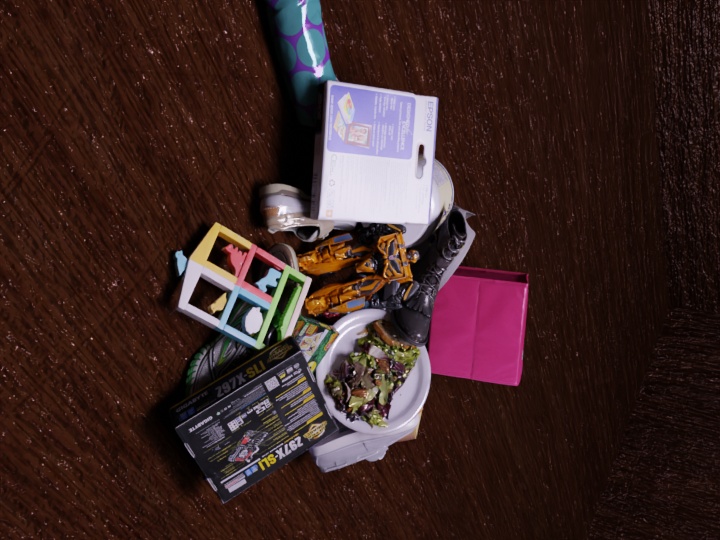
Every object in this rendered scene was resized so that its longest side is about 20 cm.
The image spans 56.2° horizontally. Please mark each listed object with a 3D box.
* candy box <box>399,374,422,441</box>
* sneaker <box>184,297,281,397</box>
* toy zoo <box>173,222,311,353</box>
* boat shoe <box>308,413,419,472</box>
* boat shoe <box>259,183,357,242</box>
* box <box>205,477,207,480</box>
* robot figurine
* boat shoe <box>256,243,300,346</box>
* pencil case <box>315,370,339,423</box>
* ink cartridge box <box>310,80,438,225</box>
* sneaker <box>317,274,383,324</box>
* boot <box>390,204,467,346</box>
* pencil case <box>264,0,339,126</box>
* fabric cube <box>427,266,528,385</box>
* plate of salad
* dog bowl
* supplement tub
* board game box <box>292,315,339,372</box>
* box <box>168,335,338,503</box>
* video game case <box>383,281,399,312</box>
[{"bbox_3d":[0.052,0.241,1.213,0.203,0.111,0.056,93,-13,-48],"label":"candy box"},{"bbox_3d":[-0.183,0.126,0.975,0.078,0.083,0.204,46,61,-46],"label":"sneaker"},{"bbox_3d":[-0.173,0.025,0.948,0.197,0.020,0.134,32,64,-23],"label":"toy zoo"},{"bbox_3d":[0.010,0.288,1.133,0.195,0.072,0.070,-21,109,0],"label":"boat shoe"},{"bbox_3d":[-0.080,-0.080,1.074,0.196,0.074,0.071,9,74,-43],"label":"boat shoe"},{"bbox_3d":[-0.146,0.264,1.059,0.197,0.032,0.124,-10,130,-50],"label":"box"},{"bbox_3d":[0.000,0.000,1.085,0.058,0.194,0.150,33,42,-76],"label":"robot figurine"},{"bbox_3d":[-0.121,0.052,1.069,0.076,0.070,0.206,-30,130,-60],"label":"boat shoe"},{"bbox_3d":[-0.047,0.224,1.189,0.083,0.083,0.207,-12,107,-26],"label":"pencil case"},{"bbox_3d":[0.022,-0.175,1.040,0.194,0.047,0.205,1,97,-29],"label":"ink cartridge box"},{"bbox_3d":[-0.016,0.053,1.211,0.199,0.077,0.099,25,65,-60],"label":"sneaker"},{"bbox_3d":[0.119,0.004,1.111,0.203,0.068,0.176,-83,-161,-48],"label":"boot"},{"bbox_3d":[-0.080,-0.329,1.019,0.091,0.085,0.205,-28,123,-20],"label":"pencil case"},{"bbox_3d":[0.251,0.107,1.421,0.196,0.193,0.207,-17,113,-74],"label":"fabric cube"},{"bbox_3d":[0.024,0.160,1.097,0.204,0.196,0.048,-64,-176,-20],"label":"plate of salad"},{"bbox_3d":[0.148,-0.040,1.317,0.058,0.200,0.203,32,65,-9],"label":"dog bowl"},{"bbox_3d":[0.082,-0.123,1.191,0.200,0.140,0.150,-39,130,-67],"label":"supplement tub"},{"bbox_3d":[-0.117,0.166,1.050,0.203,0.023,0.104,-56,152,6],"label":"board game box"},{"bbox_3d":[-0.145,0.209,0.946,0.197,0.049,0.163,-30,125,-11],"label":"box"},{"bbox_3d":[0.067,0.119,1.276,0.184,0.023,0.205,69,22,-51],"label":"video game case"}]
